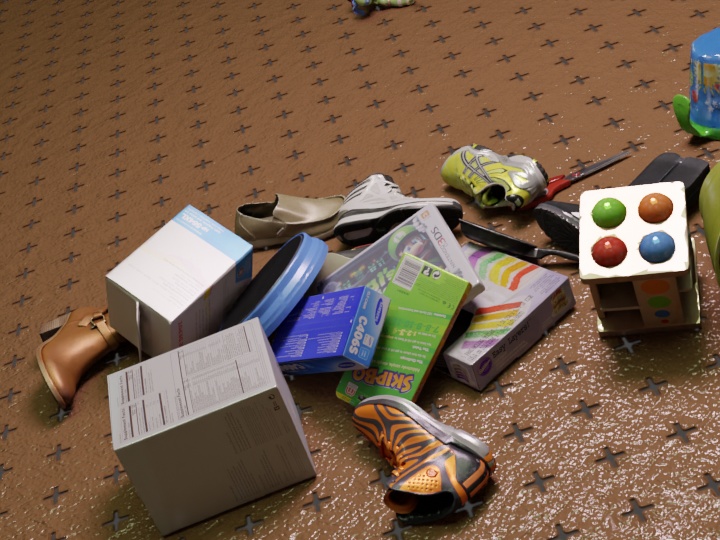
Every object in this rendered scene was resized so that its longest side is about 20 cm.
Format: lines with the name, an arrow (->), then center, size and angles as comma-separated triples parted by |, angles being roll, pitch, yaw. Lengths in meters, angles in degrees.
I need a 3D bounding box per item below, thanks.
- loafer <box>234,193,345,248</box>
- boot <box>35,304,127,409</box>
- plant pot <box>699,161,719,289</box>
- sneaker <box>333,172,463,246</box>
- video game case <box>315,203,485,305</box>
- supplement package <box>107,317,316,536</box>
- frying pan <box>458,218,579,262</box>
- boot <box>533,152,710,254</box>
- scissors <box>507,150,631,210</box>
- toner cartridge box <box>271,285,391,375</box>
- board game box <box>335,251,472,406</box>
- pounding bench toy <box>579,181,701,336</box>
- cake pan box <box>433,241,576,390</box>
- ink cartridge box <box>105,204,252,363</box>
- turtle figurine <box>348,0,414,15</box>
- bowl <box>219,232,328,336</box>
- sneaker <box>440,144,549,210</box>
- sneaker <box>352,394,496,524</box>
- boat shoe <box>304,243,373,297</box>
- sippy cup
loafer -> -0.108, -0.084, 1.830 | 0.200, 0.068, 0.076 | -14, 35, 9
boot -> -0.384, 0.113, 1.704 | 0.155, 0.077, 0.200 | -18, 27, -5
plant pot -> 0.498, -0.059, 1.409 | 0.200, 0.201, 0.193 | -16, 22, 6
sneaker -> 0.059, -0.108, 1.754 | 0.200, 0.076, 0.116 | -7, 51, 22
video game case -> 0.047, 0.022, 1.538 | 0.200, 0.023, 0.182 | -36, 40, 8
supplement package -> -0.181, 0.186, 1.417 | 0.200, 0.152, 0.151 | -21, 34, -2
frying pan -> 0.223, -0.034, 1.619 | 0.190, 0.031, 0.115 | 20, 5, -3
boot -> 0.362, -0.101, 1.615 | 0.165, 0.066, 0.200 | 31, 63, 34
scissors -> 0.311, -0.132, 1.740 | 0.200, 0.014, 0.073 | -15, 32, 6
toner cartridge box -> -0.044, 0.080, 1.495 | 0.200, 0.043, 0.095 | -12, 56, 57
board game box -> 0.053, 0.086, 1.453 | 0.095, 0.030, 0.200 | 26, 85, 22
pounding bench toy -> 0.338, -0.048, 1.429 | 0.124, 0.156, 0.200 | -6, 56, 19
cake pan box -> 0.146, 0.056, 1.527 | 0.200, 0.052, 0.184 | -38, 36, -23
ink cartridge box -> -0.263, 0.032, 1.658 | 0.125, 0.129, 0.200 | 34, 55, 18
turtle figurine -> 0.069, -0.626, 2.433 | 0.144, 0.200, 0.194 | 27, 42, 4
bowl -> -0.123, 0.030, 1.610 | 0.201, 0.039, 0.201 | -47, 13, 15
sneaker -> 0.183, -0.135, 1.741 | 0.076, 0.075, 0.200 | -46, 31, -23
sneaker -> 0.046, 0.214, 1.332 | 0.200, 0.078, 0.112 | 16, 47, 41
boat shoe -> 0.000, 0.003, 1.666 | 0.201, 0.074, 0.063 | -12, 0, 27
sippy cup -> 0.542, -0.282, 1.726 | 0.139, 0.131, 0.178 | 0, 39, 27
